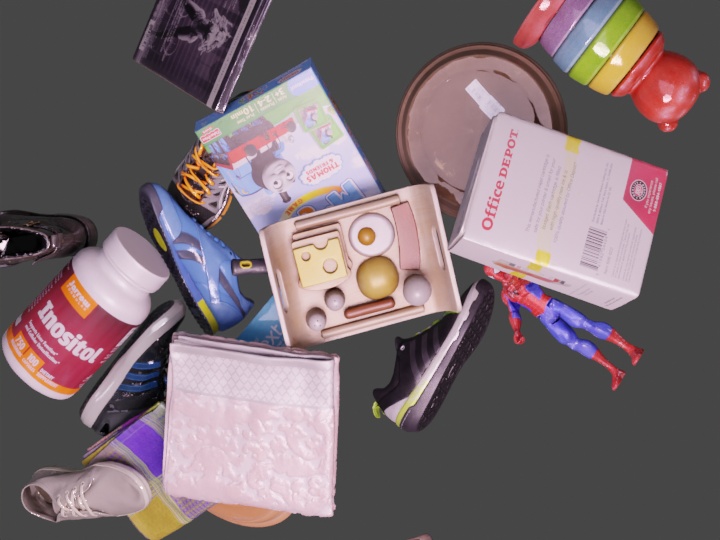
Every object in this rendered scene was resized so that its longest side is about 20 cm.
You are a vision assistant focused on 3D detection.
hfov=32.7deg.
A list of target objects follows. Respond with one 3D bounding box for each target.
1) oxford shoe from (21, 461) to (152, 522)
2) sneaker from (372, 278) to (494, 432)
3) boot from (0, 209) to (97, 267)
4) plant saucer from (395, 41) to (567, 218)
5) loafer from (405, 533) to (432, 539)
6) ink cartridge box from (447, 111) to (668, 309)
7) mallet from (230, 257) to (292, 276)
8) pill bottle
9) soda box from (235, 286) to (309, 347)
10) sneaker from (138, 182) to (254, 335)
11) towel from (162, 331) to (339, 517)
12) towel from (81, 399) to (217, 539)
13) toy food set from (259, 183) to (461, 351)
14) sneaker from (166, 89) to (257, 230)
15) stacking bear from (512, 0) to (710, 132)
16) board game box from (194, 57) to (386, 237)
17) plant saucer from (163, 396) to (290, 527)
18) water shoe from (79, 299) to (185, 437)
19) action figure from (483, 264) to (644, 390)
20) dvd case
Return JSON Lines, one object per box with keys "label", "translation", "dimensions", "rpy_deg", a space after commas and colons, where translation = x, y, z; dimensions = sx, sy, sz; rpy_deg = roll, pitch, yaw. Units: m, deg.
{"label": "oxford shoe", "translation": [-0.332, 0.272, 1.478], "dimensions": [0.197, 0.058, 0.076], "rpy_deg": [-6, 112, 32]}
{"label": "sneaker", "translation": [0.076, 0.088, 1.397], "dimensions": [0.082, 0.072, 0.202], "rpy_deg": [32, 94, 23]}
{"label": "boot", "translation": [-0.418, -0.037, 1.440], "dimensions": [0.197, 0.174, 0.070], "rpy_deg": [-6, 94, 12]}
{"label": "plant saucer", "translation": [0.134, -0.156, 1.386], "dimensions": [0.197, 0.029, 0.204], "rpy_deg": [1, 94, 13]}
{"label": "loafer", "translation": [-0.005, 0.349, 1.448], "dimensions": [0.196, 0.072, 0.064], "rpy_deg": [-5, 74, 6]}
{"label": "ink cartridge box", "translation": [0.208, -0.063, 1.306], "dimensions": [0.197, 0.083, 0.147], "rpy_deg": [19, 77, -5]}
{"label": "mallet", "translation": [-0.048, -0.017, 1.388], "dimensions": [0.197, 0.041, 0.067], "rpy_deg": [5, 67, -15]}
{"label": "pill bottle", "translation": [-0.323, 0.047, 1.459], "dimensions": [0.113, 0.113, 0.200], "rpy_deg": [46, 102, 5]}
{"label": "soda box", "translation": [-0.105, 0.088, 1.440], "dimensions": [0.068, 0.064, 0.200], "rpy_deg": [42, 101, 5]}
{"label": "sneaker", "translation": [-0.189, -0.023, 1.430], "dimensions": [0.078, 0.066, 0.202], "rpy_deg": [-33, 112, -17]}
{"label": "towel", "translation": [-0.121, 0.172, 1.350], "dimensions": [0.197, 0.032, 0.194], "rpy_deg": [6, 106, 10]}
{"label": "towel", "translation": [-0.239, 0.240, 1.454], "dimensions": [0.199, 0.023, 0.144], "rpy_deg": [-34, 97, 40]}
{"label": "toy food set", "translation": [0.000, 0.000, 1.334], "dimensions": [0.197, 0.060, 0.146], "rpy_deg": [-15, 100, -2]}
{"label": "sneaker", "translation": [-0.175, -0.125, 1.431], "dimensions": [0.078, 0.077, 0.202], "rpy_deg": [33, 102, 6]}
{"label": "stacking bear", "translation": [0.276, -0.235, 1.312], "dimensions": [0.199, 0.114, 0.122], "rpy_deg": [38, 101, 2]}
{"label": "board game box", "translation": [-0.072, -0.114, 1.384], "dimensions": [0.150, 0.037, 0.201], "rpy_deg": [-27, 117, 10]}
{"label": "plant saucer", "translation": [-0.157, 0.220, 1.432], "dimensions": [0.198, 0.032, 0.203], "rpy_deg": [15, 126, 21]}
{"label": "water shoe", "translation": [-0.257, 0.122, 1.483], "dimensions": [0.079, 0.072, 0.200], "rpy_deg": [37, 108, -12]}
{"label": "action figure", "translation": [0.209, 0.059, 1.351], "dimensions": [0.199, 0.099, 0.066], "rpy_deg": [38, 122, 9]}
{"label": "dvd case", "translation": [-0.180, -0.279, 1.392], "dimensions": [0.199, 0.016, 0.150], "rpy_deg": [34, 103, 45]}
